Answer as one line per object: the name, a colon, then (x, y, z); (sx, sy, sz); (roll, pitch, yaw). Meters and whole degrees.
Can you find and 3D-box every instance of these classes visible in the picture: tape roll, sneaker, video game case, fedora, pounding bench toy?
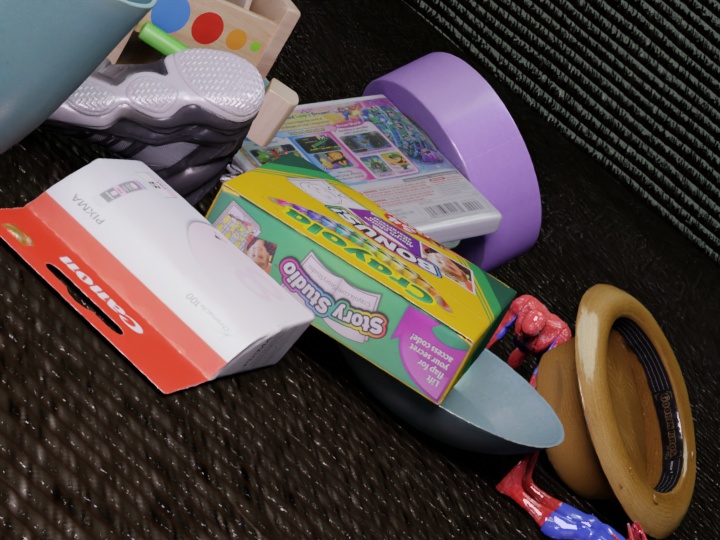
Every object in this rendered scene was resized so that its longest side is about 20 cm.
tape roll: (0.079, -0.092, 1.862); (0.200, 0.065, 0.201); (49, -26, 33)
sneaker: (-0.167, -0.091, 1.398); (0.198, 0.114, 0.076); (1, 43, -10)
video game case: (-0.008, -0.079, 1.727); (0.199, 0.024, 0.182); (-11, 46, -38)
fedora: (0.191, 0.113, 1.606); (0.200, 0.081, 0.202); (33, 50, -48)
pounding bench toy: (-0.146, -0.188, 1.634); (0.155, 0.125, 0.200); (20, 22, -35)

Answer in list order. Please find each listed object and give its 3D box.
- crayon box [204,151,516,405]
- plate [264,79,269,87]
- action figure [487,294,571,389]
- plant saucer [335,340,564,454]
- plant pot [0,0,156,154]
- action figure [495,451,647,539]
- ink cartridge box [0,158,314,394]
crayon box: (0.000, 0.000, 1.438); (0.199, 0.059, 0.173); (32, 15, 6)
plate: (-0.136, -0.192, 1.949); (0.200, 0.026, 0.200); (36, 13, -10)
action figure: (0.130, 0.081, 1.702); (0.065, 0.099, 0.200); (39, -10, 14)
plant saucer: (0.052, 0.080, 1.473); (0.200, 0.039, 0.201); (30, 14, -8)
plant pot: (-0.242, -0.151, 1.175); (0.200, 0.161, 0.201); (37, 12, -9)
action figure: (0.186, 0.203, 1.453); (0.200, 0.052, 0.065); (44, 9, 9)
ink cartridge box: (-0.125, -0.002, 1.262); (0.162, 0.057, 0.200); (42, 8, 10)
